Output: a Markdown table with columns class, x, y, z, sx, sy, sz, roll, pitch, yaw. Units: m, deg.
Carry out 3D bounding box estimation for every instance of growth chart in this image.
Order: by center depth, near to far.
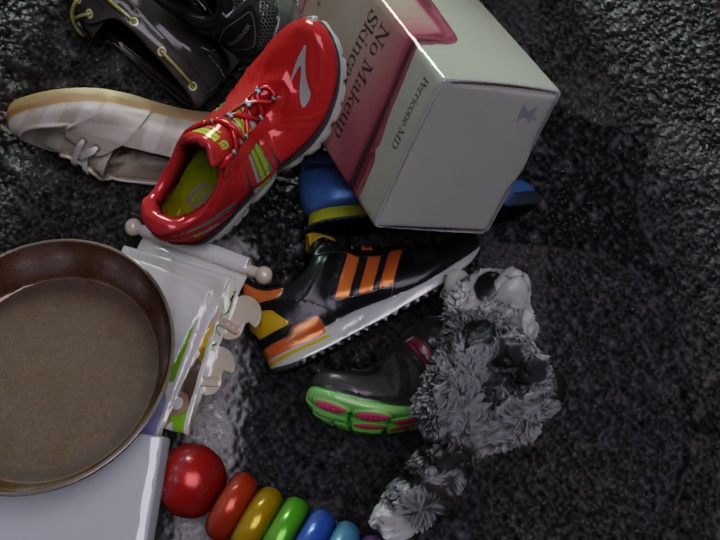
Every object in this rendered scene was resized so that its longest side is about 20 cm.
| class | x | y | z | sx | sy | sz | roll | pitch | yaw |
| --- | --- | --- | --- | --- | --- | --- | --- | --- | --- |
| growth chart | -0.163 | 0.059 | 0.928 | 0.143 | 0.018 | 0.202 | 28 | 78 | 13 |

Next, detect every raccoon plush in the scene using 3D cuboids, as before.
| class | x | y | z | sx | sy | sz | roll | pitch | yaw |
| --- | --- | --- | --- | --- | --- | --- | --- | --- | --- |
| raccoon plush | 0.059 | 0.081 | 0.902 | 0.199 | 0.134 | 0.097 | -41 | 111 | 7 |

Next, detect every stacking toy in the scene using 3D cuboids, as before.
| class | x | y | z | sx | sy | sz | roll | pitch | yaw |
| --- | --- | --- | --- | --- | --- | --- | --- | --- | --- |
| stacking toy | -0.064 | 0.195 | 0.912 | 0.198 | 0.085 | 0.086 | 31 | 74 | 2 |

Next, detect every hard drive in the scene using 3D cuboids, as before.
| class | x | y | z | sx | sy | sz | roll | pitch | yaw |
| --- | --- | --- | --- | --- | --- | --- | --- | --- | --- |
| hard drive | -0.214 | 0.210 | 0.878 | 0.130 | 0.027 | 0.203 | 6 | 81 | 12 |

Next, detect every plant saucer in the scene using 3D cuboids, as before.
| class | x | y | z | sx | sy | sz | roll | pitch | yaw |
| --- | --- | --- | --- | --- | --- | --- | --- | --- | --- |
| plant saucer | -0.225 | 0.071 | 0.888 | 0.197 | 0.035 | 0.203 | -3 | 59 | 5 |

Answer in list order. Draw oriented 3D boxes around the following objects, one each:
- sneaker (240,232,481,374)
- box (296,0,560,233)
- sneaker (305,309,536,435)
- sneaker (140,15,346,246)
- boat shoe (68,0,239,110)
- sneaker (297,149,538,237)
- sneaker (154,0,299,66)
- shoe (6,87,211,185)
| class | x | y | z | sx | sy | sz | roll | pitch | yaw |
| --- | --- | --- | --- | --- | --- | --- | --- | --- | --- |
| sneaker | 0.000 | 0.000 | 0.970 | 0.198 | 0.070 | 0.091 | -29 | 87 | -13 |
| box | 0.035 | -0.140 | 0.924 | 0.108 | 0.129 | 0.201 | 1 | 40 | -33 |
| sneaker | 0.047 | 0.077 | 0.966 | 0.197 | 0.077 | 0.085 | -8 | 73 | -23 |
| sneaker | -0.084 | -0.095 | 0.890 | 0.077 | 0.085 | 0.201 | 42 | 104 | 16 |
| boat shoe | -0.192 | -0.205 | 0.982 | 0.200 | 0.072 | 0.061 | 34 | 69 | -4 |
| sneaker | 0.048 | -0.073 | 1.000 | 0.197 | 0.066 | 0.080 | -2 | 74 | -11 |
| sneaker | -0.119 | -0.252 | 0.963 | 0.113 | 0.076 | 0.202 | 23 | 40 | -44 |
| shoe | -0.174 | -0.098 | 0.961 | 0.197 | 0.070 | 0.054 | 6 | 68 | -11 |
